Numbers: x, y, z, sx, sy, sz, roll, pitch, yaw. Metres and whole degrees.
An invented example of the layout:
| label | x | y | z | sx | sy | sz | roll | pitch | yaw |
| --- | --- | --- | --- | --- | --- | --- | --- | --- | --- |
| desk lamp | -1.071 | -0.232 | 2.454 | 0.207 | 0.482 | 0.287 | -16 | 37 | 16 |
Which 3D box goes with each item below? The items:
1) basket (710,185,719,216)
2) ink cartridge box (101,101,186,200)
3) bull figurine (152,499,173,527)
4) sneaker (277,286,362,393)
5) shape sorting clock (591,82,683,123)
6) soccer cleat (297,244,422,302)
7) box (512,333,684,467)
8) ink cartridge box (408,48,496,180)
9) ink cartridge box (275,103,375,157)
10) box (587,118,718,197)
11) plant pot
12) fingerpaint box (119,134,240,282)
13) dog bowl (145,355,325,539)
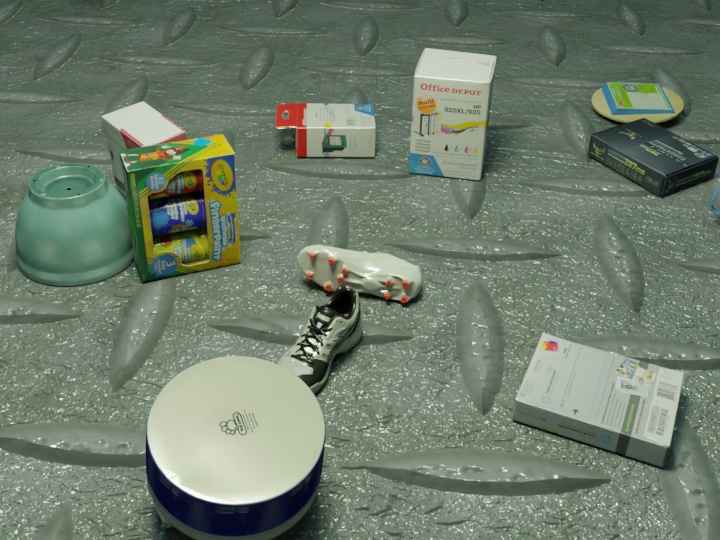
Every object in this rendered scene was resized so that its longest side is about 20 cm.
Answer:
| label | x | y | z | sx | sy | sz | roll | pitch | yaw |
| --- | --- | --- | --- | --- | --- | --- | --- | --- | --- |
| basket | 0.727 | -0.132 | 1.536 | 0.198 | 0.178 | 0.140 | 26 | 37 | 2 |
| ink cartridge box | -0.344 | -0.154 | 1.484 | 0.082 | 0.202 | 0.146 | -27 | 43 | -31 |
| bull figurine | -0.159 | 0.225 | 1.063 | 0.120 | 0.066 | 0.201 | 20 | 43 | 13 |
| sneaker | -0.062 | 0.094 | 1.238 | 0.075 | 0.089 | 0.200 | 18 | 39 | 19 |
| shape sorting clock | 0.612 | -0.370 | 1.987 | 0.196 | 0.040 | 0.201 | 1 | 36 | -1 |
| soccer cleat | 0.000 | 0.000 | 1.401 | 0.197 | 0.070 | 0.078 | 14 | 30 | 5 |
| box | 0.318 | 0.167 | 1.192 | 0.197 | 0.042 | 0.156 | 16 | 36 | 17 |
| ink cartridge box | 0.175 | -0.302 | 1.722 | 0.145 | 0.202 | 0.145 | 7 | 34 | 8 |
| ink cartridge box | -0.070 | -0.282 | 1.800 | 0.196 | 0.068 | 0.117 | 0 | 34 | -3 |
| box | 0.574 | -0.227 | 1.767 | 0.156 | 0.052 | 0.200 | -19 | 40 | -26 |
| plant pot | -0.460 | -0.088 | 1.439 | 0.197 | 0.136 | 0.201 | 2 | 34 | -1 |
| fingerpaint box | -0.277 | -0.095 | 1.400 | 0.164 | 0.202 | 0.074 | -12 | 37 | -20 |
| dog bowl | -0.138 | 0.195 | 0.993 | 0.197 | 0.080 | 0.202 | 6 | 43 | -5 |
